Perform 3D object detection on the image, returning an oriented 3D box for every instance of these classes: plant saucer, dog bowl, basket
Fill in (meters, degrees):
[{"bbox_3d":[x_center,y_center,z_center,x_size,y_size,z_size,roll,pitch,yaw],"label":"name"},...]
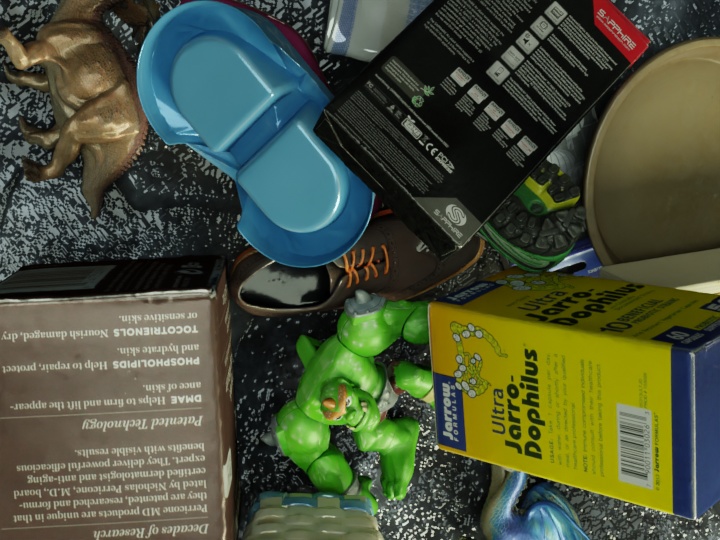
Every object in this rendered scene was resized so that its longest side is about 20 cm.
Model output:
[{"bbox_3d":[0.245,-0.073,0.887,0.198,0.029,0.203,-7,107,-22],"label":"plant saucer"},{"bbox_3d":[-0.065,-0.098,0.822,0.111,0.050,0.200,-39,93,27],"label":"dog bowl"},{"bbox_3d":[-0.033,0.266,0.840,0.137,0.201,0.178,5,130,-2],"label":"basket"}]

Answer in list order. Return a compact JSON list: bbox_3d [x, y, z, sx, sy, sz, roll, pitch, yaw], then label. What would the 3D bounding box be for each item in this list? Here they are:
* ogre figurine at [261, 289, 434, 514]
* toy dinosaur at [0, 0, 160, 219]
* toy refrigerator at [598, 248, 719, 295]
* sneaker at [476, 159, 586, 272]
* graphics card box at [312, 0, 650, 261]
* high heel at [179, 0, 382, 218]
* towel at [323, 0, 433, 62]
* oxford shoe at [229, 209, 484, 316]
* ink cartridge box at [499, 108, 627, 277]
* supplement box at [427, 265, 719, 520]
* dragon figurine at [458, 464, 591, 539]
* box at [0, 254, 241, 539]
[{"bbox_3d":[0.008,0.096,0.892,0.119,0.099,0.200,25,127,-24],"label":"ogre figurine"},{"bbox_3d":[-0.186,-0.136,0.855,0.134,0.086,0.202,-14,105,-8],"label":"toy dinosaur"},{"bbox_3d":[0.277,0.029,0.877,0.198,0.070,0.077,-8,109,-22],"label":"toy refrigerator"},{"bbox_3d":[0.073,-0.073,0.847,0.078,0.085,0.200,-34,71,-14],"label":"sneaker"},{"bbox_3d":[0.080,-0.120,0.777,0.125,0.051,0.200,44,73,-2],"label":"graphics card box"},{"bbox_3d":[-0.059,-0.114,0.855,0.199,0.067,0.097,32,63,-10],"label":"high heel"},{"bbox_3d":[0.077,-0.205,0.830,0.198,0.024,0.149,10,80,-5],"label":"towel"},{"bbox_3d":[0.000,0.000,0.887,0.198,0.073,0.072,-15,99,-1],"label":"oxford shoe"},{"bbox_3d":[0.138,-0.076,0.903,0.098,0.039,0.202,-19,100,-1],"label":"ink cartridge box"},{"bbox_3d":[0.155,0.072,0.786,0.108,0.199,0.111,-20,111,-45],"label":"supplement box"},{"bbox_3d":[0.146,0.207,0.934,0.200,0.059,0.100,40,95,-7],"label":"dragon figurine"},{"bbox_3d":[-0.172,0.101,0.845,0.162,0.166,0.203,-3,99,-4],"label":"box"}]
